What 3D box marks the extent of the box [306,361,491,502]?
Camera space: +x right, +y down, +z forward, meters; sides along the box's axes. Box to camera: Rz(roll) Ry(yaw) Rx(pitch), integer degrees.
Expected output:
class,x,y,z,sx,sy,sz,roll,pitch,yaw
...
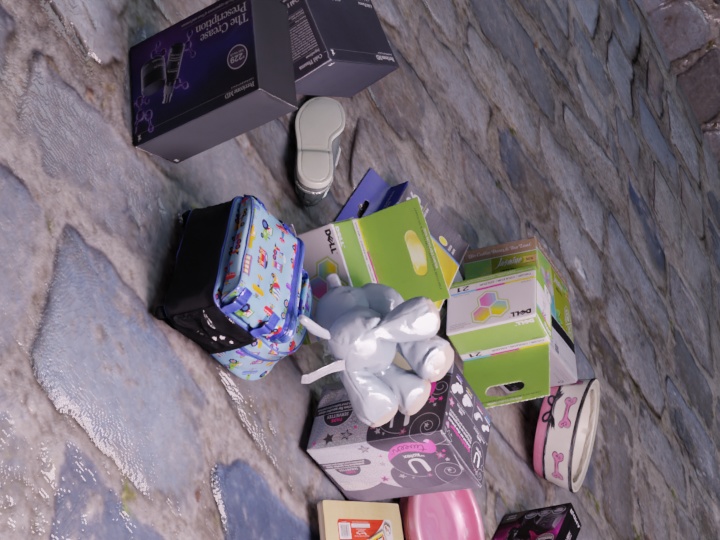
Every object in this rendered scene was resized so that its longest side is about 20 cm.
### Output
class,x,y,z,sx,sy,sz,roll,pitch,yaw
box,0.051,0.214,1.526,0.132,0.199,0.115,55,34,-37

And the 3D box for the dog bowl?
class,x,y,z,sx,sy,sz,roll,pitch,yaw
dog bowl,0.356,0.279,2.033,0.200,0.073,0.201,10,90,-69

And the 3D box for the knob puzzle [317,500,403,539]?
class,x,y,z,sx,sy,sz,roll,pitch,yaw
knob puzzle,0.004,0.404,1.529,0.219,0.030,0.221,33,48,-46

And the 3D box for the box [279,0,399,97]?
class,x,y,z,sx,sy,sz,roll,pitch,yaw
box,-0.062,-0.361,1.730,0.200,0.104,0.183,-9,74,-58

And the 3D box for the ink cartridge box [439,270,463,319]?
class,x,y,z,sx,sy,sz,roll,pitch,yaw
ink cartridge box,0.083,-0.003,1.845,0.177,0.045,0.200,64,32,-15

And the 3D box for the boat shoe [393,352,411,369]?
class,x,y,z,sx,sy,sz,roll,pitch,yaw
boat shoe,0.092,0.177,1.743,0.201,0.071,0.063,61,27,-19

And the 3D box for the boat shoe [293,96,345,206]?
class,x,y,z,sx,sy,sz,roll,pitch,yaw
boat shoe,-0.064,-0.176,1.710,0.062,0.072,0.201,102,-5,-46

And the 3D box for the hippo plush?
class,x,y,z,sx,sy,sz,roll,pitch,yaw
hippo plush,0.002,0.094,1.461,0.199,0.161,0.160,-7,109,-17

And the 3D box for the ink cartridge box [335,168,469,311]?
class,x,y,z,sx,sy,sz,roll,pitch,yaw
ink cartridge box,0.067,-0.051,1.794,0.200,0.047,0.198,46,37,-12

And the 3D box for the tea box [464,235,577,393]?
class,x,y,z,sx,sy,sz,roll,pitch,yaw
tea box,0.269,0.078,1.973,0.200,0.133,0.198,42,40,-57

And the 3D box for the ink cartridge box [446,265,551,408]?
class,x,y,z,sx,sy,sz,roll,pitch,yaw
ink cartridge box,0.210,0.103,1.783,0.201,0.147,0.076,-83,151,-43

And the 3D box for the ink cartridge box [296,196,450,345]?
class,x,y,z,sx,sy,sz,roll,pitch,yaw
ink cartridge box,0.000,0.000,1.567,0.076,0.199,0.149,-16,87,-58

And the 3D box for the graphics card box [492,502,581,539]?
class,x,y,z,sx,sy,sz,roll,pitch,yaw
graphics card box,0.255,0.441,1.808,0.051,0.125,0.200,63,34,-12

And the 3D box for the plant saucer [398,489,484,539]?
class,x,y,z,sx,sy,sz,roll,pitch,yaw
plant saucer,0.112,0.375,1.686,0.200,0.051,0.202,36,45,-46

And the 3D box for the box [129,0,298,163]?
class,x,y,z,sx,sy,sz,roll,pitch,yaw
box,-0.179,-0.232,1.409,0.079,0.199,0.142,16,60,-53

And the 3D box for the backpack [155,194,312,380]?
class,x,y,z,sx,sy,sz,roll,pitch,yaw
backpack,-0.129,0.030,1.422,0.200,0.134,0.183,46,41,-39
